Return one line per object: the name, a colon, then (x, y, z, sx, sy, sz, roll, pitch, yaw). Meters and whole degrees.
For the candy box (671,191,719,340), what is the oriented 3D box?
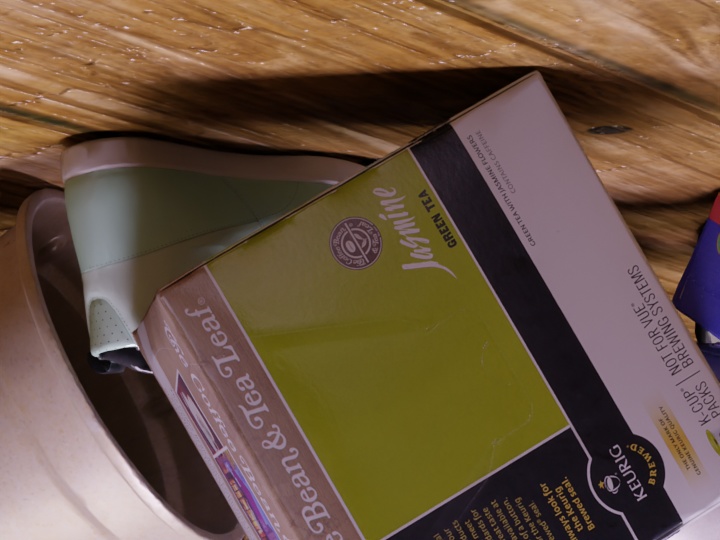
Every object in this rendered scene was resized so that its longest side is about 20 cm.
candy box: (0.293, 0.035, 1.453, 0.199, 0.078, 0.169, 12, -165, -29)

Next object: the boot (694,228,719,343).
boot: (0.277, 0.043, 1.638, 0.153, 0.074, 0.204, -6, 142, 5)

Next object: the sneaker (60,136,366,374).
sneaker: (-0.058, 0.005, 1.327, 0.199, 0.119, 0.074, 4, 168, -40)

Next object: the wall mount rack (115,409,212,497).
wall mount rack: (-0.147, 0.087, 1.521, 0.173, 0.200, 0.075, -37, 145, -6)

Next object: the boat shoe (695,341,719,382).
boat shoe: (0.203, 0.076, 1.510, 0.199, 0.073, 0.062, 12, -162, 30)

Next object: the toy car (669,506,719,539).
toy car: (0.092, 0.108, 1.461, 0.150, 0.176, 0.200, -13, 159, -50)

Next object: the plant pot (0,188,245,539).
plant pot: (-0.185, 0.091, 1.387, 0.183, 0.201, 0.200, -30, 164, 13)

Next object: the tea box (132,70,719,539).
tea box: (0.034, 0.056, 1.200, 0.196, 0.201, 0.134, -29, 177, -13)
